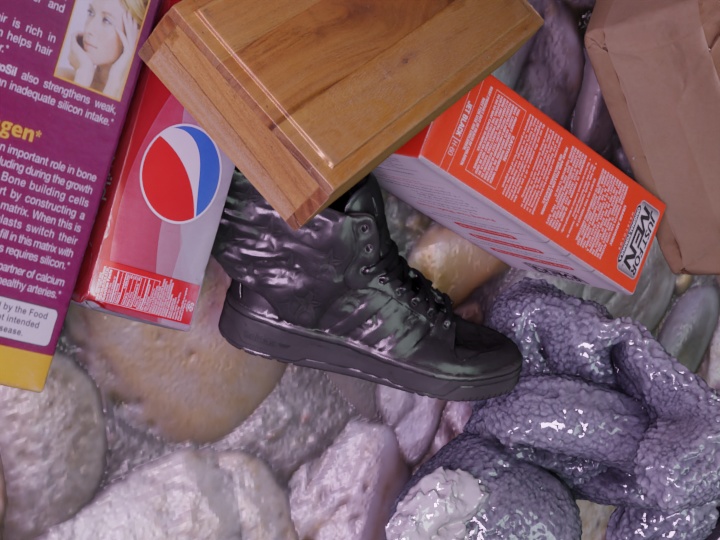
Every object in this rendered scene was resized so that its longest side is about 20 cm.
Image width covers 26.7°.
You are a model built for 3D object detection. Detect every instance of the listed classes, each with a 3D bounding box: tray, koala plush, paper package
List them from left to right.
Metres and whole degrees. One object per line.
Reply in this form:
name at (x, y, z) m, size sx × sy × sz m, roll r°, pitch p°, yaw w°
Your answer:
tray at (0.000, -0.106, 0.681) m, size 0.099 × 0.037 × 0.200 m, roll 48°, pitch 42°, yaw 0°
koala plush at (0.091, 0.125, 0.875) m, size 0.200 × 0.184 × 0.178 m, roll -40°, pitch 161°, yaw -14°
paper package at (0.225, -0.132, 0.918) m, size 0.192 × 0.103 × 0.201 m, roll 62°, pitch 37°, yaw -33°

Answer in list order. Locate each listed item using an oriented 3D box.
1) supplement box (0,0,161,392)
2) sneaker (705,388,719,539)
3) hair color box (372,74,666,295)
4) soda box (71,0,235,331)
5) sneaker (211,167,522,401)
supplement box at (-0.177, -0.066, 0.619) m, size 0.130 × 0.103 × 0.202 m, roll 19°, pitch 88°, yaw -43°
sneaker at (0.271, 0.161, 1.067) m, size 0.200 × 0.113 × 0.076 m, roll -46°, pitch 127°, yaw -24°
hair color box at (0.072, -0.055, 0.846) m, size 0.199 × 0.101 × 0.062 m, roll 29°, pitch 80°, yaw -43°
soda box at (-0.095, -0.079, 0.710) m, size 0.063 × 0.070 × 0.202 m, roll 18°, pitch 87°, yaw -43°
sneaker at (0.000, -0.001, 0.783) m, size 0.198 × 0.060 × 0.105 m, roll 11°, pitch 110°, yaw -10°
